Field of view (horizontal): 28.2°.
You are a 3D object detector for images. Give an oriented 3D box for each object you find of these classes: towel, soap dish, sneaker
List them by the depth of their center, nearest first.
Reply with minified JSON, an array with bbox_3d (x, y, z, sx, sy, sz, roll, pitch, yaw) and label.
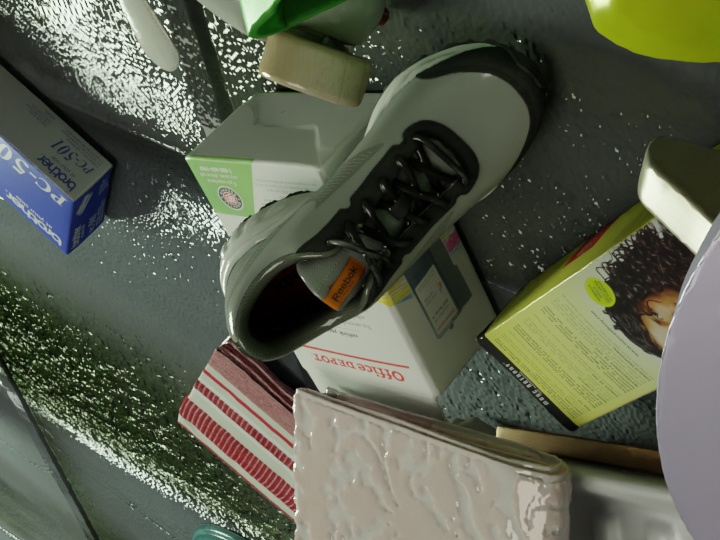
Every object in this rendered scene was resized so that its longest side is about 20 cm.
[{"bbox_3d":[0.011,-0.026,0.674,0.074,0.080,0.200,40,113,-21],"label":"sneaker"},{"bbox_3d":[0.157,0.167,0.760,0.199,0.081,0.159,3,99,52],"label":"soap dish"},{"bbox_3d":[0.036,0.178,0.808,0.190,0.032,0.202,15,112,42],"label":"towel"},{"bbox_3d":[-0.073,0.130,1.129,0.144,0.023,0.200,41,153,1],"label":"towel"}]

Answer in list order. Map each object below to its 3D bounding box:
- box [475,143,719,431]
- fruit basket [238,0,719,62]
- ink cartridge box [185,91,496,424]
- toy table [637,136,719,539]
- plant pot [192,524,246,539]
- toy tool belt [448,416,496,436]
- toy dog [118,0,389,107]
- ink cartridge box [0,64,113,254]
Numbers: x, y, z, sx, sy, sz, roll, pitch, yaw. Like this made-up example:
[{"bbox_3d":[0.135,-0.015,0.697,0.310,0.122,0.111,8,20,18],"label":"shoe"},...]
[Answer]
[{"bbox_3d":[0.132,0.014,0.675,0.075,0.050,0.200,43,152,0],"label":"box"},{"bbox_3d":[0.072,-0.123,0.409,0.216,0.216,0.155,46,152,-4],"label":"fruit basket"},{"bbox_3d":[0.000,0.000,0.808,0.116,0.067,0.201,9,135,45],"label":"ink cartridge box"},{"bbox_3d":[0.179,0.009,0.494,0.183,0.117,0.201,25,130,6],"label":"toy table"},{"bbox_3d":[-0.147,0.389,1.387,0.199,0.196,0.201,31,149,21],"label":"plant pot"},{"bbox_3d":[0.092,0.185,0.913,0.200,0.125,0.123,45,180,0],"label":"toy tool belt"},{"bbox_3d":[-0.059,-0.147,0.668,0.200,0.132,0.096,41,-169,14],"label":"toy dog"},{"bbox_3d":[-0.268,-0.108,1.036,0.200,0.044,0.094,41,153,5],"label":"ink cartridge box"}]
